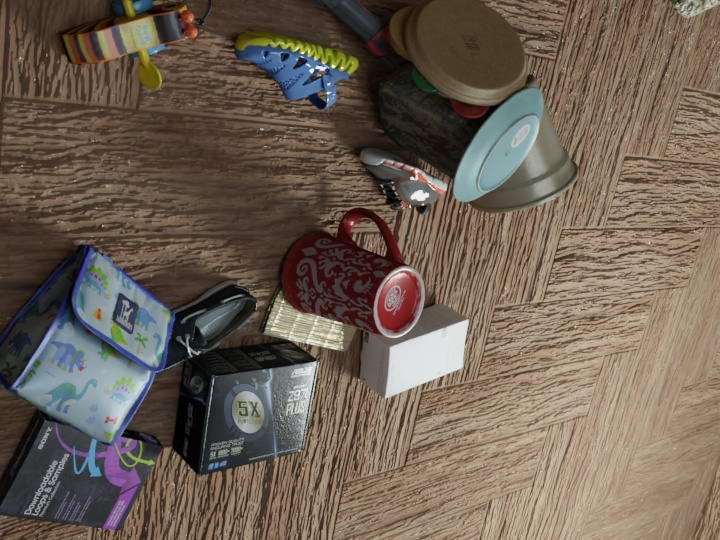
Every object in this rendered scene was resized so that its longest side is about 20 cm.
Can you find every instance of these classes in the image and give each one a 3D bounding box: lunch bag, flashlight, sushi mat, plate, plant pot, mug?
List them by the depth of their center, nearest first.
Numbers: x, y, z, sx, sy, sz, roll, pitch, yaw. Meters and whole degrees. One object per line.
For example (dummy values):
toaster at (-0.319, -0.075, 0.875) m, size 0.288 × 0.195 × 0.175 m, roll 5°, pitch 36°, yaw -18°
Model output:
lunch bag at (-0.345, 0.094, 1.025) m, size 0.170 × 0.127 × 0.201 m, roll 47°, pitch 62°, yaw -41°
flashlight at (-0.007, -0.372, 1.149) m, size 0.199 × 0.067 × 0.069 m, roll 30°, pitch 81°, yaw -40°
plate at (0.212, -0.178, 1.188) m, size 0.200 × 0.026 × 0.201 m, roll -38°, pitch 154°, yaw -22°
mug at (-0.009, 0.004, 1.214) m, size 0.133 × 0.199 × 0.180 m, roll -11°, pitch 110°, yaw -40°
lunch bag at (0.151, -0.255, 1.239) m, size 0.168 × 0.199 × 0.140 m, roll -46°, pitch 153°, yaw -20°
sushi mat at (-0.074, 0.077, 1.329) m, size 0.199 × 0.012 × 0.096 m, roll 18°, pitch 98°, yaw -45°
plant pot at (0.257, -0.228, 1.379) m, size 0.200 × 0.200 × 0.185 m, roll -34°, pitch 117°, yaw -25°

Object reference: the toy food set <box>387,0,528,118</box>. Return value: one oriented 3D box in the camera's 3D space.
toy food set at (0.148, -0.308, 1.142) m, size 0.198 × 0.199 × 0.049 m, roll -18°, pitch 161°, yaw -27°

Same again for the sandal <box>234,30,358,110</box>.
sandal at (-0.088, -0.276, 1.109) m, size 0.199 × 0.079 × 0.088 m, roll 5°, pitch 110°, yaw -41°

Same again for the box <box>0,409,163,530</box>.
box at (-0.393, 0.285, 1.124) m, size 0.199 × 0.036 × 0.144 m, roll 27°, pitch 90°, yaw -44°

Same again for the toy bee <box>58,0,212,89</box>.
toy bee at (-0.245, -0.293, 0.936) m, size 0.200 × 0.108 × 0.131 m, roll -48°, pitch 132°, yaw -14°

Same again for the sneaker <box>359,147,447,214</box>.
sneaker at (0.066, -0.137, 1.314) m, size 0.199 × 0.077 × 0.082 m, roll 19°, pitch 103°, yaw -44°

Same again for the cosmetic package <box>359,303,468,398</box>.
cosmetic package at (0.098, 0.144, 1.467) m, size 0.199 × 0.081 × 0.114 m, roll -18°, pitch 123°, yaw -36°

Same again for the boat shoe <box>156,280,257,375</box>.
boat shoe at (-0.238, 0.087, 1.152) m, size 0.200 × 0.060 × 0.076 m, roll -42°, pitch 132°, yaw -20°

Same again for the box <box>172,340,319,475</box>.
box at (-0.177, 0.209, 1.247) m, size 0.199 × 0.086 × 0.166 m, roll -2°, pitch 110°, yaw -41°

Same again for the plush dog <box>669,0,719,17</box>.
plush dog at (0.729, -0.641, 1.639) m, size 0.199 × 0.160 × 0.173 m, roll -33°, pitch 105°, yaw -25°
